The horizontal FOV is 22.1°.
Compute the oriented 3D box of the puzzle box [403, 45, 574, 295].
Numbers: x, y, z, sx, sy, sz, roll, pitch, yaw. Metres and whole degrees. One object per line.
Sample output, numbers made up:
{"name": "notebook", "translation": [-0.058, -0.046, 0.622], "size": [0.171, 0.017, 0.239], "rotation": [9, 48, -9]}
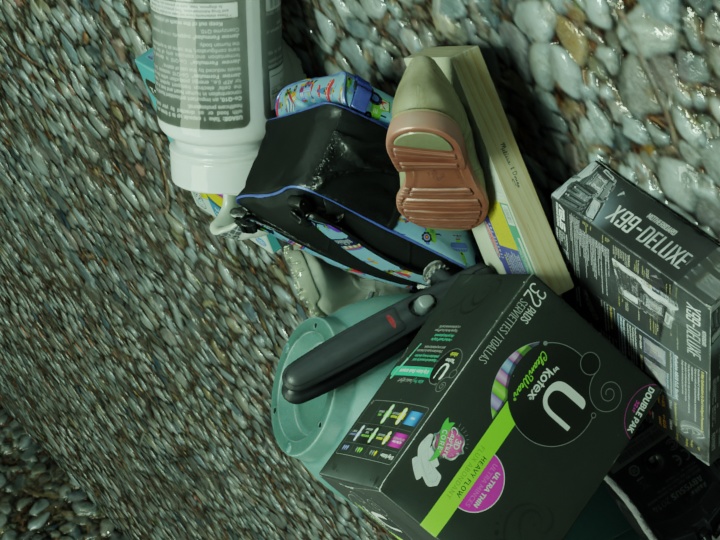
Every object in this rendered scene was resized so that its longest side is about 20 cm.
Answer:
{"name": "puzzle box", "translation": [0.097, -0.078, 1.423], "size": [0.200, 0.025, 0.133], "rotation": [67, 169, -12]}

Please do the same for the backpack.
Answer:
{"name": "backpack", "translation": [0.018, -0.063, 1.544], "size": [0.200, 0.135, 0.183], "rotation": [25, 169, -20]}

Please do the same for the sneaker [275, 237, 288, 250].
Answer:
{"name": "sneaker", "translation": [-0.040, -0.048, 1.780], "size": [0.114, 0.075, 0.200], "rotation": [47, 159, 18]}

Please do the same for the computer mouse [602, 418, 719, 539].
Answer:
{"name": "computer mouse", "translation": [0.240, 0.175, 1.492], "size": [0.200, 0.138, 0.053], "rotation": [60, 178, 6]}

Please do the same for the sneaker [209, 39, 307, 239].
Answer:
{"name": "sneaker", "translation": [-0.097, -0.121, 1.710], "size": [0.076, 0.080, 0.200], "rotation": [-139, 47, -57]}

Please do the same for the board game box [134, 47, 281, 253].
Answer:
{"name": "board game box", "translation": [-0.147, -0.130, 1.923], "size": [0.151, 0.047, 0.200], "rotation": [31, 150, 46]}

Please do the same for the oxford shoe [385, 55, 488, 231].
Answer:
{"name": "oxford shoe", "translation": [0.062, -0.089, 1.381], "size": [0.071, 0.074, 0.200], "rotation": [2, 157, 6]}

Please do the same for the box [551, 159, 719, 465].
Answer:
{"name": "box", "translation": [0.219, 0.034, 1.381], "size": [0.158, 0.050, 0.200], "rotation": [38, 155, 35]}

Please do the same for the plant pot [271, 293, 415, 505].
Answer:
{"name": "plant pot", "translation": [0.008, 0.108, 1.553], "size": [0.200, 0.134, 0.200], "rotation": [-33, 51, 53]}

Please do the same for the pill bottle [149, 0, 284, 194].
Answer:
{"name": "pill bottle", "translation": [-0.124, -0.176, 1.608], "size": [0.114, 0.114, 0.200], "rotation": [27, 124, 51]}

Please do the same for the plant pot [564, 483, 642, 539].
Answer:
{"name": "plant pot", "translation": [0.162, 0.159, 1.599], "size": [0.200, 0.141, 0.141], "rotation": [58, 162, 17]}

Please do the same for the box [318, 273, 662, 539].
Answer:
{"name": "box", "translation": [0.096, 0.122, 1.388], "size": [0.149, 0.200, 0.124], "rotation": [40, 165, -18]}

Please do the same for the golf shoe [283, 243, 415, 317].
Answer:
{"name": "golf shoe", "translation": [0.000, 0.000, 1.670], "size": [0.078, 0.097, 0.200], "rotation": [67, -163, 16]}

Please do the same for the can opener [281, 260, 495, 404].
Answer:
{"name": "can opener", "translation": [0.026, 0.050, 1.456], "size": [0.079, 0.200, 0.063], "rotation": [58, 158, 29]}
